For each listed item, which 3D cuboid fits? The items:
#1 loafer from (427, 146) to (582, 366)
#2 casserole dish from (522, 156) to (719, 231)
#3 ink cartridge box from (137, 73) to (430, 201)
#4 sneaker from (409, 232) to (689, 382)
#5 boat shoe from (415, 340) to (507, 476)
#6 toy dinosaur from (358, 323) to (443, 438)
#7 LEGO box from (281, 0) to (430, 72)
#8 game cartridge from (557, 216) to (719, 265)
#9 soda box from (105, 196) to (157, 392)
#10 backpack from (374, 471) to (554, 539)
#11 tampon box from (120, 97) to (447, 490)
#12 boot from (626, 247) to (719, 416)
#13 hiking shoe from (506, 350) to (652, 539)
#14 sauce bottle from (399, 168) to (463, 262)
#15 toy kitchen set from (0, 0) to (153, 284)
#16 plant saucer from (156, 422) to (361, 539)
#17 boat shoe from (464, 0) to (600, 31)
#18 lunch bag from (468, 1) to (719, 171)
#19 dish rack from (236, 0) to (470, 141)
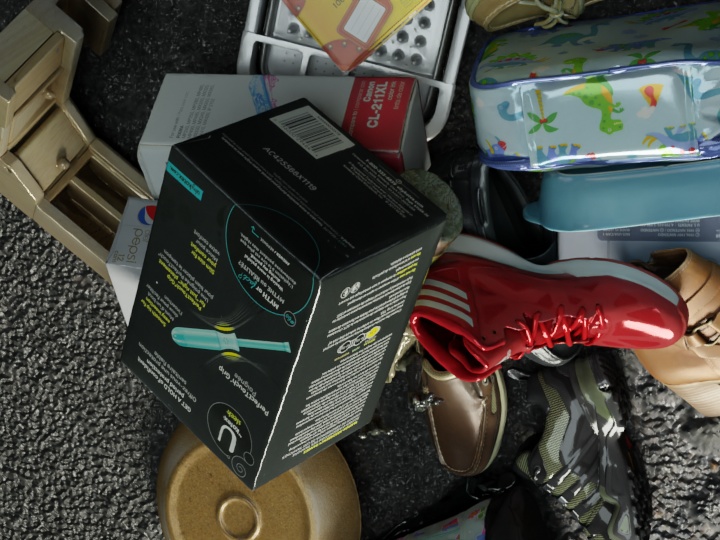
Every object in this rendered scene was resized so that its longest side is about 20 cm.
[{"bbox_3d":[0.120,-0.007,1.111,0.070,0.068,0.201,-5,125,48],"label":"loafer"},{"bbox_3d":[0.213,-0.067,1.037,0.199,0.121,0.039,-7,106,7],"label":"casserole dish"},{"bbox_3d":[-0.052,-0.073,1.113,0.199,0.083,0.146,3,142,13],"label":"ink cartridge box"},{"bbox_3d":[0.129,0.047,1.037,0.199,0.116,0.079,10,133,12],"label":"sneaker"},{"bbox_3d":[0.071,0.075,1.168,0.074,0.075,0.203,3,105,28],"label":"boat shoe"},{"bbox_3d":[0.023,0.080,1.146,0.047,0.088,0.200,4,145,-23],"label":"toy dinosaur"},{"bbox_3d":[0.051,-0.238,0.998,0.200,0.149,0.077,-39,96,18],"label":"LEGO box"},{"bbox_3d":[0.251,-0.051,1.121,0.199,0.041,0.134,1,104,11],"label":"game cartridge"},{"bbox_3d":[-0.144,0.028,1.152,0.068,0.064,0.200,8,148,8],"label":"soda box"},{"bbox_3d":[0.072,0.278,1.211,0.199,0.127,0.167,-23,105,21],"label":"backpack"},{"bbox_3d":[-0.057,0.015,0.994,0.150,0.126,0.201,41,134,24],"label":"tampon box"},{"bbox_3d":[0.288,0.029,1.082,0.200,0.074,0.155,-30,121,30],"label":"boot"},{"bbox_3d":[0.179,0.166,1.191,0.100,0.076,0.201,-8,96,22],"label":"hiking shoe"},{"bbox_3d":[0.000,0.000,1.073,0.065,0.065,0.200,43,139,-4],"label":"sauce bottle"},{"bbox_3d":[-0.190,-0.121,1.129,0.180,0.200,0.163,40,69,-3],"label":"toy kitchen set"},{"bbox_3d":[-0.097,0.207,1.245,0.199,0.035,0.201,4,99,23],"label":"plant saucer"},{"bbox_3d":[0.175,-0.213,1.052,0.200,0.073,0.063,-21,79,3],"label":"boat shoe"},{"bbox_3d":[0.183,-0.134,1.044,0.199,0.161,0.083,-5,115,14],"label":"lunch bag"},{"bbox_3d":[0.004,-0.210,1.117,0.171,0.044,0.201,15,109,7],"label":"dish rack"}]
